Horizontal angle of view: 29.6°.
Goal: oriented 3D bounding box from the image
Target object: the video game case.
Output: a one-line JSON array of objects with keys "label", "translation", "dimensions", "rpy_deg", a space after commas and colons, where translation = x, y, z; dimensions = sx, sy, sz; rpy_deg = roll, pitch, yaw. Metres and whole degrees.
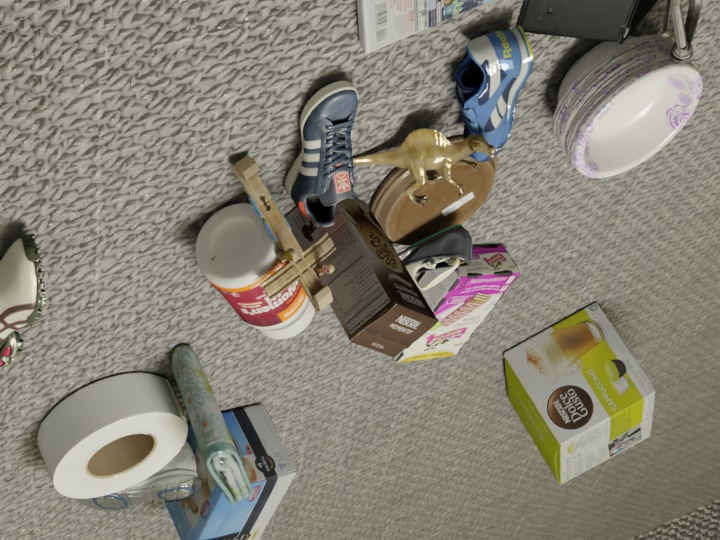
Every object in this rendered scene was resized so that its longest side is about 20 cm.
[{"label": "video game case", "translation": [0.077, -0.337, 1.457], "dimensions": [0.181, 0.023, 0.201], "rpy_deg": [-25, 149, -12]}]

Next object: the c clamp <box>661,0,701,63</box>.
[{"label": "c clamp", "translation": [0.387, -0.320, 1.649], "dimensions": [0.027, 0.173, 0.200], "rpy_deg": [9, 167, 22]}]

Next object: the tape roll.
[{"label": "tape roll", "translation": [-0.340, 0.228, 1.881], "dimensions": [0.201, 0.071, 0.203], "rpy_deg": [-23, 150, -14]}]

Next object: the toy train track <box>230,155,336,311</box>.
[{"label": "toy train track", "translation": [-0.086, -0.044, 1.595], "dimensions": [0.114, 0.201, 0.032], "rpy_deg": [-39, -165, -32]}]

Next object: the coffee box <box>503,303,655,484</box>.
[{"label": "coffee box", "translation": [0.386, 0.222, 2.426], "dimensions": [0.196, 0.201, 0.201], "rpy_deg": [-27, 151, -6]}]

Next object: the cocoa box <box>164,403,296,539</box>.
[{"label": "cocoa box", "translation": [-0.207, 0.324, 2.089], "dimensions": [0.130, 0.134, 0.201], "rpy_deg": [-9, 144, -33]}]

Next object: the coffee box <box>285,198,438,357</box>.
[{"label": "coffee box", "translation": [0.000, 0.000, 1.717], "dimensions": [0.080, 0.201, 0.113], "rpy_deg": [-39, 150, 17]}]

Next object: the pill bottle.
[{"label": "pill bottle", "translation": [-0.124, 0.007, 1.705], "dimensions": [0.109, 0.110, 0.200], "rpy_deg": [-31, 151, 0]}]

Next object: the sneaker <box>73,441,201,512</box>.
[{"label": "sneaker", "translation": [-0.333, 0.299, 1.999], "dimensions": [0.197, 0.088, 0.075], "rpy_deg": [-5, 148, -8]}]

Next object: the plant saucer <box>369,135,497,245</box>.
[{"label": "plant saucer", "translation": [0.103, -0.101, 1.839], "dimensions": [0.198, 0.030, 0.201], "rpy_deg": [-24, 150, -15]}]

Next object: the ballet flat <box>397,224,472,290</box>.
[{"label": "ballet flat", "translation": [0.062, 0.000, 1.863], "dimensions": [0.198, 0.074, 0.073], "rpy_deg": [-20, 153, 11]}]

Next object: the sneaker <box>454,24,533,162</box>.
[{"label": "sneaker", "translation": [0.147, -0.213, 1.668], "dimensions": [0.081, 0.074, 0.201], "rpy_deg": [-12, 141, -20]}]

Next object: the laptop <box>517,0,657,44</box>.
[{"label": "laptop", "translation": [0.301, -0.377, 1.620], "dimensions": [0.200, 0.115, 0.188], "rpy_deg": [-48, 163, -34]}]

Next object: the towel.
[{"label": "towel", "translation": [-0.208, 0.219, 1.889], "dimensions": [0.048, 0.172, 0.201], "rpy_deg": [-23, 151, -8]}]

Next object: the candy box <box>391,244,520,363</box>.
[{"label": "candy box", "translation": [0.134, 0.051, 2.068], "dimensions": [0.135, 0.061, 0.201], "rpy_deg": [-5, 142, -40]}]

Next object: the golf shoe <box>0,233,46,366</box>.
[{"label": "golf shoe", "translation": [-0.409, 0.039, 1.523], "dimensions": [0.087, 0.078, 0.201], "rpy_deg": [2, 137, -34]}]

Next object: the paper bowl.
[{"label": "paper bowl", "translation": [0.340, -0.226, 1.791], "dimensions": [0.199, 0.105, 0.202], "rpy_deg": [-23, 149, -14]}]

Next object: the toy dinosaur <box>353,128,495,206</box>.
[{"label": "toy dinosaur", "translation": [0.075, -0.137, 1.710], "dimensions": [0.197, 0.059, 0.102], "rpy_deg": [-6, 135, 12]}]

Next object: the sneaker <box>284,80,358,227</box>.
[{"label": "sneaker", "translation": [-0.032, -0.131, 1.605], "dimensions": [0.074, 0.085, 0.201], "rpy_deg": [-16, 147, -25]}]
